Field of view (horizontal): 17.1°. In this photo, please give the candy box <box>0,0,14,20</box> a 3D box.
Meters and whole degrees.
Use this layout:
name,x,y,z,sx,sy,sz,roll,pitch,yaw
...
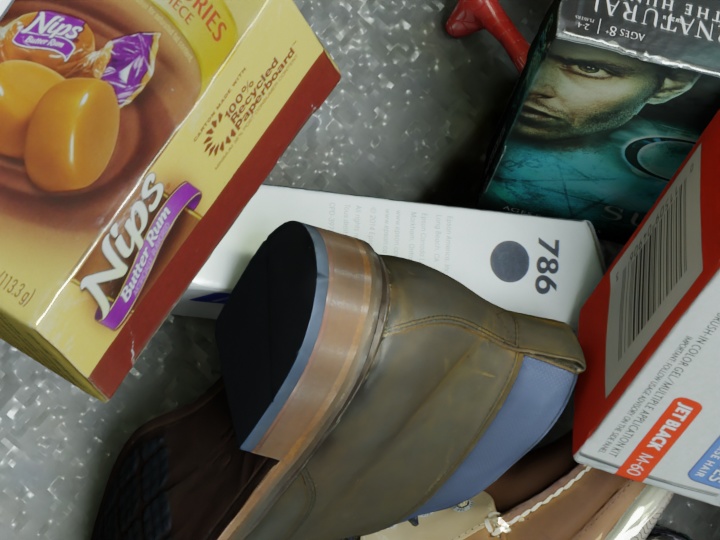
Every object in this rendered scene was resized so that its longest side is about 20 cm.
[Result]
name,x,y,z,sx,sy,sz,roll,pitch,yaw
candy box,-0.203,-0.095,0.662,0.200,0.072,0.168,28,77,27

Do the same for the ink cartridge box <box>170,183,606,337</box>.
name,x,y,z,sx,sy,sz,roll,pitch,yaw
ink cartridge box,0.000,0.000,0.765,0.200,0.099,0.039,8,82,-18

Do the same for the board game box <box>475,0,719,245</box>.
name,x,y,z,sx,sy,sz,roll,pitch,yaw
board game box,0.143,-0.029,0.716,0.200,0.135,0.028,13,69,-2

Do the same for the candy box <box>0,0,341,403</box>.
name,x,y,z,sx,sy,sz,roll,pitch,yaw
candy box,-0.119,-0.061,0.691,0.200,0.056,0.117,29,77,28

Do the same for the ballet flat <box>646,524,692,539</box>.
name,x,y,z,sx,sy,sz,roll,pitch,yaw
ballet flat,0.060,0.171,0.794,0.072,0.072,0.200,35,79,-13

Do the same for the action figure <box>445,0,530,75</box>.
name,x,y,z,sx,sy,sz,roll,pitch,yaw
action figure,0.104,-0.008,0.824,0.065,0.099,0.200,-29,75,-13

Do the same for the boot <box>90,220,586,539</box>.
name,x,y,z,sx,sy,sz,roll,pitch,yaw
boot,-0.015,0.071,0.727,0.097,0.200,0.075,13,45,-24

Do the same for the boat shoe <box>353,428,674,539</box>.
name,x,y,z,sx,sy,sz,roll,pitch,yaw
boat shoe,0.027,0.095,0.762,0.072,0.076,0.200,45,98,0

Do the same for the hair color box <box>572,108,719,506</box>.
name,x,y,z,sx,sy,sz,roll,pitch,yaw
hair color box,0.173,0.032,0.685,0.200,0.111,0.064,17,48,-11
